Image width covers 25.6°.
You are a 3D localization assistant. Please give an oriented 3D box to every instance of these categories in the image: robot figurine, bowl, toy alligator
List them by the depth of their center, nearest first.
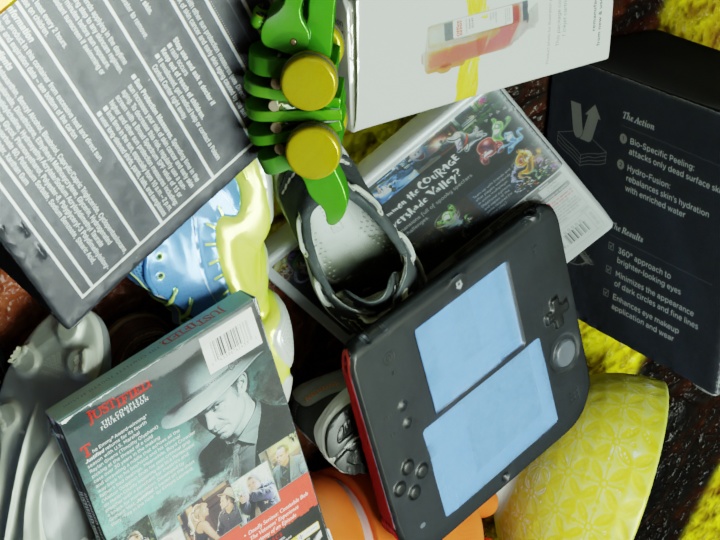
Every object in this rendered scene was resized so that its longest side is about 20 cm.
[{"bbox_3d":[-0.037,-0.117,0.839,0.053,0.060,0.202,-1,119,4],"label":"toy alligator"},{"bbox_3d":[0.008,0.193,1.137,0.198,0.117,0.145,-4,128,-35],"label":"robot figurine"},{"bbox_3d":[0.151,0.162,1.223,0.106,0.200,0.202,20,101,1],"label":"bowl"}]

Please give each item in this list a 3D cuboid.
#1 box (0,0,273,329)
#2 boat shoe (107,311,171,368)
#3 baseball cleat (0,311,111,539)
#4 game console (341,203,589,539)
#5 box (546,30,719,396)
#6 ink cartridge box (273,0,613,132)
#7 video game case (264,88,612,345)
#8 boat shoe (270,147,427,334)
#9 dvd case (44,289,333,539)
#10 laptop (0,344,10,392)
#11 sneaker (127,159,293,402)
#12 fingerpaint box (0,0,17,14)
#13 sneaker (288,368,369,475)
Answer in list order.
[{"bbox_3d":[-0.157,-0.118,0.854,0.198,0.123,0.201,-42,132,-15],"label":"box"},{"bbox_3d":[-0.131,0.125,1.026,0.071,0.067,0.203,-14,119,-32],"label":"boat shoe"},{"bbox_3d":[-0.184,0.122,0.975,0.106,0.069,0.202,16,91,-66],"label":"baseball cleat"},{"bbox_3d":[0.077,0.074,1.069,0.199,0.031,0.179,-35,130,-30],"label":"game console"},{"bbox_3d":[0.235,-0.048,1.145,0.116,0.196,0.203,-14,119,-33],"label":"box"},{"bbox_3d":[0.035,-0.165,0.970,0.198,0.145,0.084,-18,123,-30],"label":"ink cartridge box"},{"bbox_3d":[0.053,-0.022,1.087,0.199,0.023,0.182,-38,133,11],"label":"video game case"},{"bbox_3d":[0.000,0.000,1.025,0.075,0.061,0.200,-33,134,4],"label":"boat shoe"},{"bbox_3d":[-0.099,0.131,0.976,0.145,0.022,0.202,-33,126,-26],"label":"dvd case"},{"bbox_3d":[-0.268,0.116,0.891,0.199,0.103,0.179,-32,128,-22],"label":"laptop"},{"bbox_3d":[-0.104,0.010,0.997,0.104,0.076,0.203,-13,107,-23],"label":"sneaker"},{"bbox_3d":[-0.191,-0.195,0.741,0.167,0.199,0.074,-43,131,-14],"label":"fingerpaint box"},{"bbox_3d":[0.037,0.085,1.114,0.198,0.079,0.075,-7,111,-39],"label":"sneaker"}]
